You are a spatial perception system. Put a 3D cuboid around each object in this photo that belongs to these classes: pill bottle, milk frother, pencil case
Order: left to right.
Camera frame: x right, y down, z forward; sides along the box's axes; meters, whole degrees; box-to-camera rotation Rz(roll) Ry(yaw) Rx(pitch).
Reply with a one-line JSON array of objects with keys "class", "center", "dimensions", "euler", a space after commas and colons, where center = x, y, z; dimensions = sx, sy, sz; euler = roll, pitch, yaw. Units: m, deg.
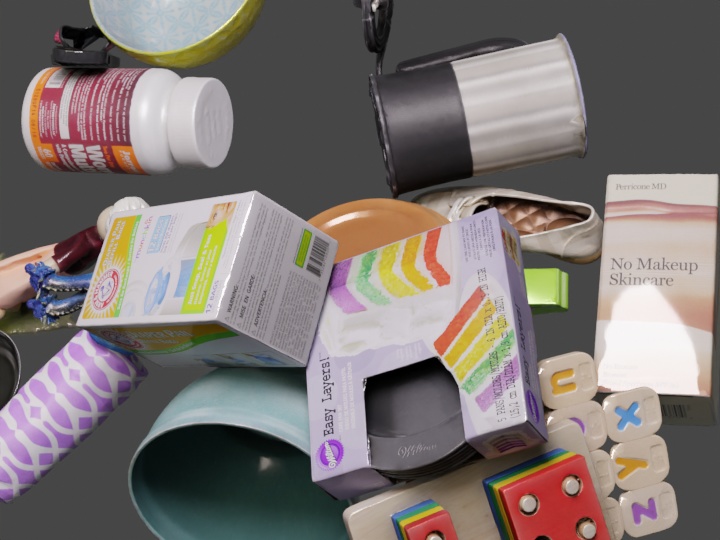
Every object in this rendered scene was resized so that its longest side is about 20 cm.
[{"class": "pencil case", "center": [-0.299, 0.135, 1.301], "dimensions": [0.200, 0.084, 0.085], "euler": [-41, 39, -4]}, {"class": "pill bottle", "center": [-0.240, -0.154, 1.392], "dimensions": [0.198, 0.110, 0.111], "euler": [4, 68, 20]}, {"class": "milk frother", "center": [0.097, -0.192, 1.236], "dimensions": [0.186, 0.201, 0.182], "euler": [-12, 53, 0]}]

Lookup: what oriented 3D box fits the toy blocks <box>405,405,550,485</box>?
[{"class": "toy blocks", "center": [0.090, 0.163, 1.136], "dimensions": [0.201, 0.100, 0.137], "euler": [-56, 20, -8]}]

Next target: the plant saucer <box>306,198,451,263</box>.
[{"class": "plant saucer", "center": [0.000, 0.000, 1.206], "dimensions": [0.198, 0.038, 0.201], "euler": [-10, 41, 9]}]

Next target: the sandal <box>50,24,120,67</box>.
[{"class": "sandal", "center": [-0.290, -0.238, 1.418], "dimensions": [0.074, 0.200, 0.046], "euler": [-1, 97, -11]}]

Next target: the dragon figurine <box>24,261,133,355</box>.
[{"class": "dragon figurine", "center": [-0.222, 0.037, 1.256], "dimensions": [0.199, 0.059, 0.099], "euler": [25, 40, 22]}]

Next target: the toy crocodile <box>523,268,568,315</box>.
[{"class": "toy crocodile", "center": [0.093, 0.026, 1.236], "dimensions": [0.198, 0.062, 0.068], "euler": [-6, 64, 11]}]

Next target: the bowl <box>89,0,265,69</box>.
[{"class": "bowl", "center": [-0.178, -0.289, 1.434], "dimensions": [0.198, 0.108, 0.202], "euler": [-7, 64, 15]}]

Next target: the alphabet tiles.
[{"class": "alphabet tiles", "center": [0.156, 0.170, 1.073], "dimensions": [0.194, 0.015, 0.202], "euler": [-14, 99, -12]}]

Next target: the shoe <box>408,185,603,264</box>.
[{"class": "shoe", "center": [0.132, -0.051, 1.255], "dimensions": [0.198, 0.053, 0.071], "euler": [8, 69, 21]}]

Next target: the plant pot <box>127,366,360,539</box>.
[{"class": "plant pot", "center": [-0.087, 0.155, 1.171], "dimensions": [0.198, 0.202, 0.135], "euler": [-3, 39, 17]}]

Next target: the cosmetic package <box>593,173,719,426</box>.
[{"class": "cosmetic package", "center": [0.259, 0.025, 1.159], "dimensions": [0.102, 0.087, 0.202], "euler": [-1, 66, 18]}]

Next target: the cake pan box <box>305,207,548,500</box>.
[{"class": "cake pan box", "center": [0.045, 0.069, 1.054], "dimensions": [0.183, 0.052, 0.202], "euler": [-19, 55, 23]}]

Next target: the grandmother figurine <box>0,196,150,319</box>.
[{"class": "grandmother figurine", "center": [-0.292, -0.015, 1.341], "dimensions": [0.199, 0.121, 0.061], "euler": [-28, 104, 19]}]

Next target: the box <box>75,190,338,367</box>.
[{"class": "box", "center": [-0.130, 0.013, 1.120], "dimensions": [0.199, 0.101, 0.114], "euler": [-4, 64, 46]}]

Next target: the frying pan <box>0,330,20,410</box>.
[{"class": "frying pan", "center": [-0.425, 0.118, 1.375], "dimensions": [0.188, 0.031, 0.116], "euler": [-7, 64, 19]}]

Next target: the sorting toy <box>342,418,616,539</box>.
[{"class": "sorting toy", "center": [0.114, 0.245, 1.020], "dimensions": [0.198, 0.070, 0.201], "euler": [-20, 97, -12]}]
